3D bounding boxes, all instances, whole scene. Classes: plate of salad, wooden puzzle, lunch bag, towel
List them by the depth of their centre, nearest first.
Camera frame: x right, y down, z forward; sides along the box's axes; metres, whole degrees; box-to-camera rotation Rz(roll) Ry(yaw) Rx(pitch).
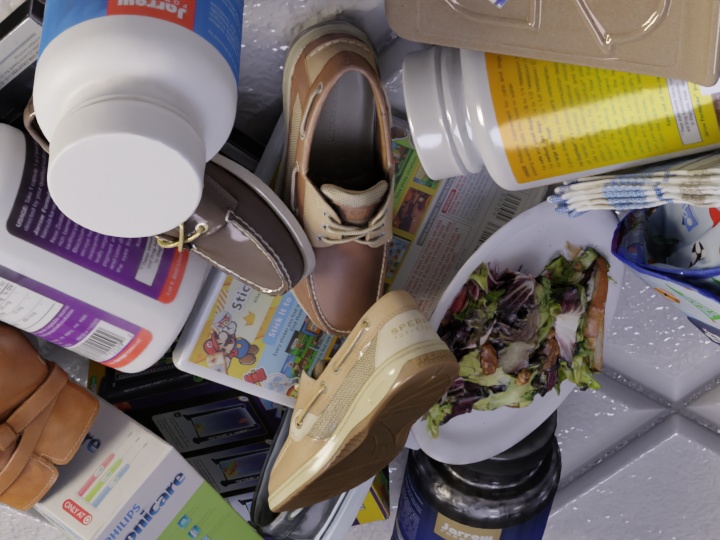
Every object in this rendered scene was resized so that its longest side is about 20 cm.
[{"bbox_3d":[0.108,-0.200,1.208,0.199,0.046,0.186,13,128,18],"label":"wooden puzzle"},{"bbox_3d":[0.222,-0.063,1.306,0.146,0.024,0.199,-21,-170,-32],"label":"towel"},{"bbox_3d":[0.284,-0.001,1.434,0.199,0.125,0.170,-17,139,39],"label":"lunch bag"},{"bbox_3d":[0.110,0.045,1.462,0.199,0.048,0.201,-29,138,-30],"label":"plate of salad"}]

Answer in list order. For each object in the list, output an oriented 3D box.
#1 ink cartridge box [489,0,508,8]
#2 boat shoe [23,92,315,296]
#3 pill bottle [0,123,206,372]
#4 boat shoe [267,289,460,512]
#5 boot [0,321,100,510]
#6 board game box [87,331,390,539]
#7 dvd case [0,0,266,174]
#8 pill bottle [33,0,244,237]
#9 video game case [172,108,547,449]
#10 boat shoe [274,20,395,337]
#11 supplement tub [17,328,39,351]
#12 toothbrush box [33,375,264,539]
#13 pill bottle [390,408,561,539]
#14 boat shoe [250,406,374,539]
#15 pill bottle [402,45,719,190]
[{"bbox_3d":[0.025,-0.234,1.165,0.200,0.039,0.100,38,131,-5],"label":"ink cartridge box"},{"bbox_3d":[-0.114,-0.048,1.337,0.200,0.060,0.072,42,139,-14],"label":"boat shoe"},{"bbox_3d":[-0.203,-0.023,1.377,0.199,0.112,0.111,26,134,-26],"label":"pill bottle"},{"bbox_3d":[-0.006,0.085,1.411,0.071,0.065,0.200,-9,152,-40],"label":"boat shoe"},{"bbox_3d":[-0.274,0.113,1.412,0.155,0.077,0.200,35,99,-37],"label":"boot"},{"bbox_3d":[-0.085,0.120,1.626,0.164,0.057,0.201,-13,138,12],"label":"board game box"},{"bbox_3d":[-0.174,-0.078,1.416,0.199,0.025,0.150,32,131,-31],"label":"dvd case"},{"bbox_3d":[-0.120,-0.120,1.229,0.111,0.201,0.113,0,140,0],"label":"pill bottle"},{"bbox_3d":[0.000,0.000,1.434,0.181,0.023,0.201,20,105,-22],"label":"video game case"},{"bbox_3d":[-0.014,-0.047,1.358,0.075,0.072,0.201,-10,115,-11],"label":"boat shoe"},{"bbox_3d":[-0.326,0.045,1.473,0.140,0.141,0.200,-32,130,33],"label":"supplement tub"},{"bbox_3d":[-0.142,0.175,1.526,0.145,0.086,0.200,28,162,45],"label":"toothbrush box"},{"bbox_3d":[0.085,0.159,1.627,0.111,0.112,0.201,4,140,-4],"label":"pill bottle"},{"bbox_3d":[-0.015,0.095,1.507,0.071,0.201,0.072,15,-174,-46],"label":"boat shoe"},{"bbox_3d":[0.129,-0.110,1.310,0.198,0.110,0.110,-11,139,13],"label":"pill bottle"}]
